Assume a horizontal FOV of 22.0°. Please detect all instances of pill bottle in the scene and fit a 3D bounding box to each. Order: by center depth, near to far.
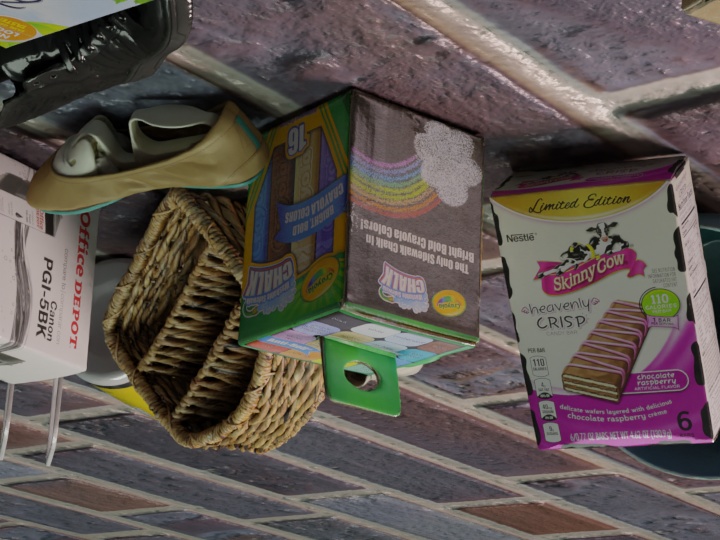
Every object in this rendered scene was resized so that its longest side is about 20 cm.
[{"bbox_3d":[-0.183,0.071,1.673,0.114,0.115,0.200,-3,161,19],"label":"pill bottle"}]

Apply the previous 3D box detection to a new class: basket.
[{"bbox_3d":[-0.110,0.053,1.466,0.148,0.143,0.200,11,139,-24],"label":"basket"}]

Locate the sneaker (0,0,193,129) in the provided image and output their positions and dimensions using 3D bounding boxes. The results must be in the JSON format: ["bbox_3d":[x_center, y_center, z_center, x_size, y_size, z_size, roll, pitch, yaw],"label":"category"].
[{"bbox_3d":[-0.166,-0.135,1.077,0.104,0.060,0.200,-14,171,-19],"label":"sneaker"}]

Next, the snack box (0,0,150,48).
[{"bbox_3d":[-0.198,-0.192,0.937,0.168,0.068,0.200,-10,157,38],"label":"snack box"}]

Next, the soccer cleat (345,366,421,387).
[{"bbox_3d":[0.005,0.076,1.703,0.069,0.078,0.200,-3,161,21],"label":"soccer cleat"}]

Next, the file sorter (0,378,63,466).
[{"bbox_3d":[-0.393,0.113,1.830,0.199,0.125,0.139,8,161,-11],"label":"file sorter"}]

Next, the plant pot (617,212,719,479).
[{"bbox_3d":[0.270,0.040,1.412,0.199,0.201,0.135,-5,-163,26],"label":"plant pot"}]

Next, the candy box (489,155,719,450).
[{"bbox_3d":[0.180,0.026,1.332,0.136,0.201,0.061,-5,-163,24],"label":"candy box"}]

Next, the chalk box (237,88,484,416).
[{"bbox_3d":[0.000,0.000,1.272,0.124,0.201,0.124,17,158,-35],"label":"chalk box"}]

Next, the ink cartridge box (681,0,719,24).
[{"bbox_3d":[0.280,-0.170,0.895,0.164,0.075,0.200,14,160,-25],"label":"ink cartridge box"}]

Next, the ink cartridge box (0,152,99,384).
[{"bbox_3d":[-0.291,-0.011,1.387,0.083,0.148,0.200,-10,159,31],"label":"ink cartridge box"}]

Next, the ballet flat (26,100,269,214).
[{"bbox_3d":[-0.158,-0.086,1.295,0.199,0.069,0.063,-7,131,24],"label":"ballet flat"}]
